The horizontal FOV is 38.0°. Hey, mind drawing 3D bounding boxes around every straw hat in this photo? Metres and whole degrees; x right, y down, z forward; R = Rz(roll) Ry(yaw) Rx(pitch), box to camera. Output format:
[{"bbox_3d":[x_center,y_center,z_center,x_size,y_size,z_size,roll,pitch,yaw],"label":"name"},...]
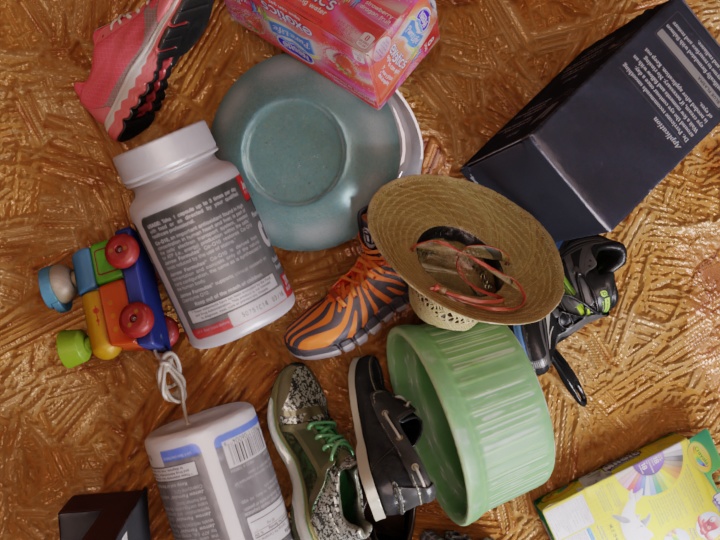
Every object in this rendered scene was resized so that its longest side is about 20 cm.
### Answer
[{"bbox_3d":[0.084,0.006,0.960,0.200,0.201,0.085,15,129,-6],"label":"straw hat"}]

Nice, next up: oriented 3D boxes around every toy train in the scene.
[{"bbox_3d":[-0.241,0.069,1.016,0.115,0.085,0.201,-17,74,7],"label":"toy train"}]

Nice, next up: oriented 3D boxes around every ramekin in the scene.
[{"bbox_3d":[0.107,0.135,1.015,0.097,0.200,0.201,-18,93,-12],"label":"ramekin"}]

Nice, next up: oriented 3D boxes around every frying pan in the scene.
[{"bbox_3d":[0.184,0.048,1.092,0.190,0.031,0.115,42,53,-31],"label":"frying pan"}]

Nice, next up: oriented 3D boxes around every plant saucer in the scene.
[{"bbox_3d":[-0.062,-0.117,1.039,0.200,0.039,0.202,1,97,11],"label":"plant saucer"}]

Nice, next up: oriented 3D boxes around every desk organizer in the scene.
[{"bbox_3d":[-0.249,0.264,0.979,0.077,0.200,0.072,-4,92,-3],"label":"desk organizer"}]

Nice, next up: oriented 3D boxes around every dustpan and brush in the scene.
[{"bbox_3d":[0.031,-0.105,1.073,0.200,0.057,0.140,39,102,4],"label":"dustpan and brush"}]

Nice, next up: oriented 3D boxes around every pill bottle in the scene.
[{"bbox_3d":[-0.152,-0.036,1.014,0.114,0.114,0.200,-24,100,-4],"label":"pill bottle"},{"bbox_3d":[-0.130,0.241,1.032,0.113,0.114,0.201,-17,93,-5],"label":"pill bottle"}]

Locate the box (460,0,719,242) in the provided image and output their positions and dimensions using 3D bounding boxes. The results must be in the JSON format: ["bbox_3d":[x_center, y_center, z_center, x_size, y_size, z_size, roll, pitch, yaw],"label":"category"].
[{"bbox_3d":[0.227,-0.134,1.006,0.200,0.197,0.117,-43,96,-11],"label":"box"}]

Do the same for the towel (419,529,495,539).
[{"bbox_3d":[0.086,0.365,1.032,0.085,0.166,0.201,13,90,0],"label":"towel"}]

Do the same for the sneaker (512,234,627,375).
[{"bbox_3d":[0.207,0.026,1.033,0.200,0.083,0.071,-50,135,-39],"label":"sneaker"}]

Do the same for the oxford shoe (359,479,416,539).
[{"bbox_3d":[0.018,0.279,1.057,0.072,0.084,0.201,4,103,-2],"label":"oxford shoe"}]

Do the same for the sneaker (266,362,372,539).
[{"bbox_3d":[-0.028,0.183,1.034,0.077,0.089,0.201,-3,73,-47],"label":"sneaker"}]

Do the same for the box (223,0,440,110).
[{"bbox_3d":[-0.033,-0.258,0.997,0.200,0.095,0.103,34,76,20],"label":"box"}]

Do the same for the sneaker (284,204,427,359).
[{"bbox_3d":[0.000,0.000,1.038,0.200,0.078,0.112,-32,131,-14],"label":"sneaker"}]

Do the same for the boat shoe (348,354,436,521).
[{"bbox_3d":[0.028,0.154,1.014,0.067,0.200,0.072,-20,125,5],"label":"boat shoe"}]

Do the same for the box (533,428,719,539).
[{"bbox_3d":[0.297,0.255,1.108,0.200,0.048,0.118,-25,93,-2],"label":"box"}]

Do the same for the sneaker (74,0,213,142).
[{"bbox_3d":[-0.217,-0.223,1.010,0.087,0.074,0.200,38,114,6],"label":"sneaker"}]
